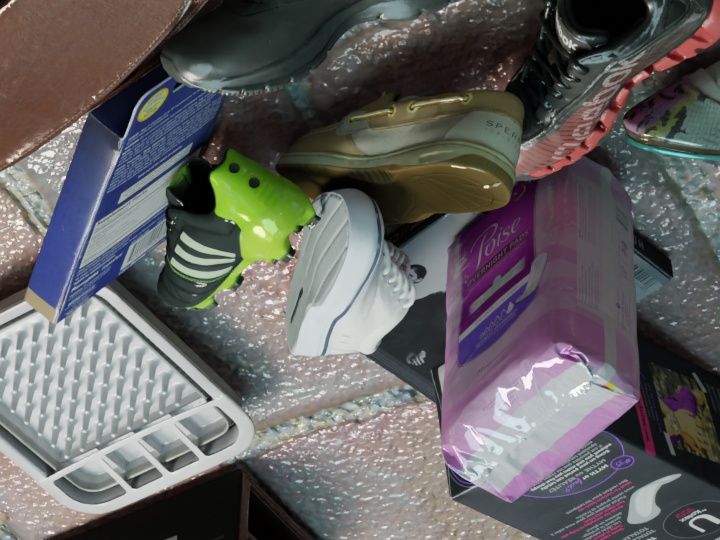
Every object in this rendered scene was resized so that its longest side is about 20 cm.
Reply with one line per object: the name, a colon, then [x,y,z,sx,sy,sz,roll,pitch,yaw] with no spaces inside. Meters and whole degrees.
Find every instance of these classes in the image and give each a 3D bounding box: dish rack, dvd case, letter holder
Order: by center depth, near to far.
letter holder: [-0.160,-0.140,1.435,0.142,0.101,0.200,33,128,-30]
dvd case: [0.084,0.011,1.633,0.150,0.025,0.200,35,126,-29]
dish rack: [-0.186,0.077,1.698,0.171,0.044,0.200,-25,130,26]
letter holder: [-0.132,0.256,1.828,0.199,0.101,0.142,-23,132,24]

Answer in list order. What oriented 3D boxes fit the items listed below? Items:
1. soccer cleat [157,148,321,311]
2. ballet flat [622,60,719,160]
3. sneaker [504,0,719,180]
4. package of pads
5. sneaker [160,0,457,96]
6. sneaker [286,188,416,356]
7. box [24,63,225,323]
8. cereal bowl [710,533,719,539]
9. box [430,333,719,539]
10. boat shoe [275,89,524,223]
soccer cleat: [-0.093,-0.029,1.547,0.081,0.068,0.200,40,154,-10]
ballet flat: [0.258,-0.098,1.493,0.198,0.069,0.072,9,118,-12]
sneaker: [0.128,-0.126,1.441,0.098,0.071,0.200,5,142,-46]
package of pads: [0.109,0.031,1.493,0.075,0.201,0.120,36,123,-22]
sneaker: [-0.029,-0.168,1.388,0.199,0.076,0.091,-30,126,-20]
sneaker: [0.000,0.000,1.544,0.070,0.074,0.200,-2,162,-11]
box: [-0.134,-0.067,1.497,0.032,0.121,0.201,38,134,11]
cereal bowl: [0.315,0.191,1.743,0.199,0.084,0.200,-15,154,-7]
box: [0.159,0.114,1.653,0.122,0.107,0.199,-32,138,31]
boat shoe: [0.028,-0.073,1.495,0.199,0.067,0.074,2,153,48]
